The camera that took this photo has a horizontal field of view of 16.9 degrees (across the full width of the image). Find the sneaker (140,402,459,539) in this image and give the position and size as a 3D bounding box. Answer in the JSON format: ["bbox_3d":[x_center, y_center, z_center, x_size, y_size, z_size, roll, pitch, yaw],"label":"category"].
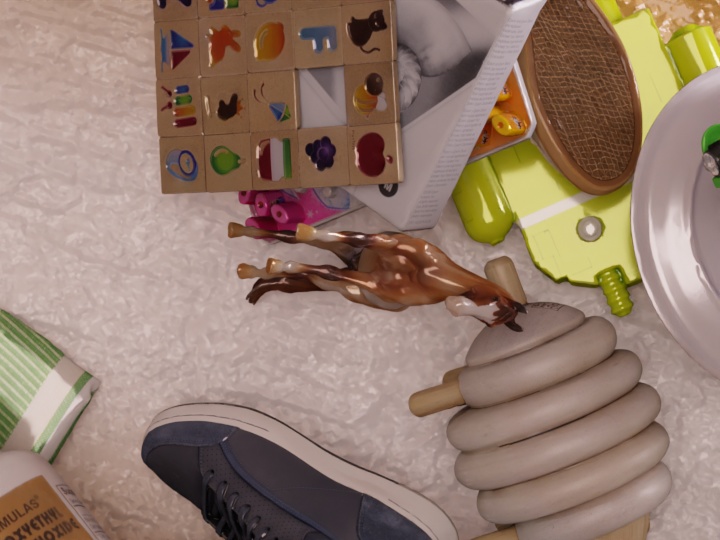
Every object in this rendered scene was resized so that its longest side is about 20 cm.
[{"bbox_3d":[-0.065,0.160,1.371,0.201,0.077,0.146,20,47,22],"label":"sneaker"}]

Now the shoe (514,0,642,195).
[{"bbox_3d":[0.107,-0.135,1.405,0.070,0.053,0.201,-19,82,-16],"label":"shoe"}]

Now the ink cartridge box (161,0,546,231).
[{"bbox_3d":[0.002,-0.156,1.366,0.199,0.041,0.201,35,110,25],"label":"ink cartridge box"}]

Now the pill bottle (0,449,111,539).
[{"bbox_3d":[-0.205,0.167,1.382,0.114,0.114,0.200,-41,78,1],"label":"pill bottle"}]

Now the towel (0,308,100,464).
[{"bbox_3d":[-0.275,0.075,1.470,0.199,0.023,0.153,32,88,9],"label":"towel"}]

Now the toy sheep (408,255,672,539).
[{"bbox_3d":[0.107,0.089,1.379,0.137,0.138,0.201,-23,96,3],"label":"toy sheep"}]

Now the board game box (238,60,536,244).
[{"bbox_3d":[-0.014,-0.140,1.416,0.199,0.026,0.201,-21,83,31],"label":"board game box"}]

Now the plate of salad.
[{"bbox_3d":[0.239,-0.022,1.393,0.199,0.048,0.201,4,80,-22],"label":"plate of salad"}]

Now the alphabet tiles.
[{"bbox_3d":[-0.051,-0.146,1.371,0.166,0.008,0.201,-1,92,34],"label":"alphabet tiles"}]

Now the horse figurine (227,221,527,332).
[{"bbox_3d":[0.000,0.000,1.380,0.132,0.200,0.050,10,86,-20],"label":"horse figurine"}]

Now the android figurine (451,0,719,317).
[{"bbox_3d":[0.139,-0.073,1.434,0.181,0.041,0.201,-21,82,3],"label":"android figurine"}]

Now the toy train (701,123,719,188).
[{"bbox_3d":[0.264,-0.091,1.289,0.199,0.042,0.057,-32,101,-21],"label":"toy train"}]
